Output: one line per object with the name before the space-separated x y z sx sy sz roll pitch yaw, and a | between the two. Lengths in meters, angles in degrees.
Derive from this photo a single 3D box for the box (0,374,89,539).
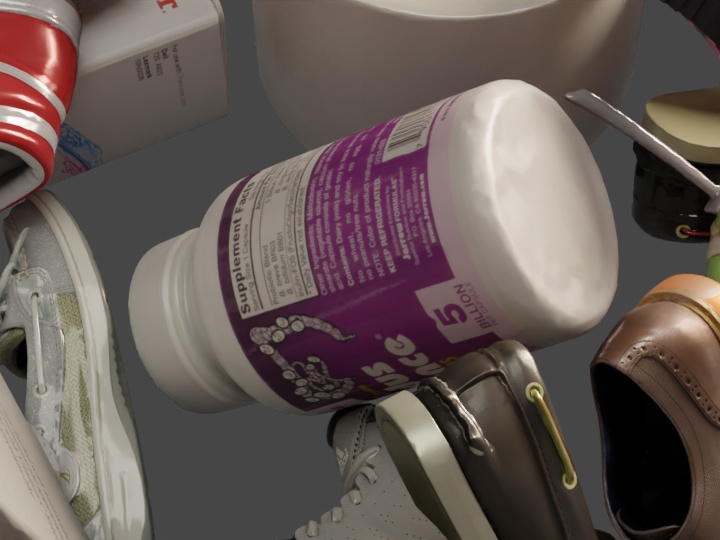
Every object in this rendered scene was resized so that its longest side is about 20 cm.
box | -0.231 0.100 0.726 0.200 0.131 0.199 -35 52 -3

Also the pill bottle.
pill bottle | 0.000 0.000 0.798 0.200 0.112 0.112 -19 49 33

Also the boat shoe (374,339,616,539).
boat shoe | 0.073 0.118 0.718 0.061 0.201 0.072 -32 29 -11

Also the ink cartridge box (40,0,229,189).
ink cartridge box | -0.183 -0.117 0.937 0.200 0.084 0.145 -23 59 -13

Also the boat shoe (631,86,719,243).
boat shoe | 0.224 -0.053 0.904 0.201 0.063 0.074 -6 35 -19

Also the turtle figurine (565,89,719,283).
turtle figurine | 0.211 0.009 0.797 0.194 0.144 0.200 -8 93 -24

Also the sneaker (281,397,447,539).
sneaker | -0.011 0.116 0.796 0.200 0.075 0.116 -13 52 -19

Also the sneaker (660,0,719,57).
sneaker | 0.182 -0.114 0.799 0.200 0.070 0.082 51 33 9

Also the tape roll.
tape roll | 0.044 -0.156 0.926 0.202 0.139 0.203 -1 56 1

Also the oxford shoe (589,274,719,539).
oxford shoe | 0.130 0.106 0.735 0.071 0.200 0.073 -2 22 47

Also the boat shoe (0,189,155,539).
boat shoe | -0.139 0.053 0.833 0.065 0.074 0.202 -11 64 -11

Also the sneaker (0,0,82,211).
sneaker | -0.227 -0.074 0.820 0.200 0.071 0.113 0 56 -2

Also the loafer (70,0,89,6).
loafer | -0.175 -0.204 0.907 0.070 0.070 0.200 -24 64 -20
